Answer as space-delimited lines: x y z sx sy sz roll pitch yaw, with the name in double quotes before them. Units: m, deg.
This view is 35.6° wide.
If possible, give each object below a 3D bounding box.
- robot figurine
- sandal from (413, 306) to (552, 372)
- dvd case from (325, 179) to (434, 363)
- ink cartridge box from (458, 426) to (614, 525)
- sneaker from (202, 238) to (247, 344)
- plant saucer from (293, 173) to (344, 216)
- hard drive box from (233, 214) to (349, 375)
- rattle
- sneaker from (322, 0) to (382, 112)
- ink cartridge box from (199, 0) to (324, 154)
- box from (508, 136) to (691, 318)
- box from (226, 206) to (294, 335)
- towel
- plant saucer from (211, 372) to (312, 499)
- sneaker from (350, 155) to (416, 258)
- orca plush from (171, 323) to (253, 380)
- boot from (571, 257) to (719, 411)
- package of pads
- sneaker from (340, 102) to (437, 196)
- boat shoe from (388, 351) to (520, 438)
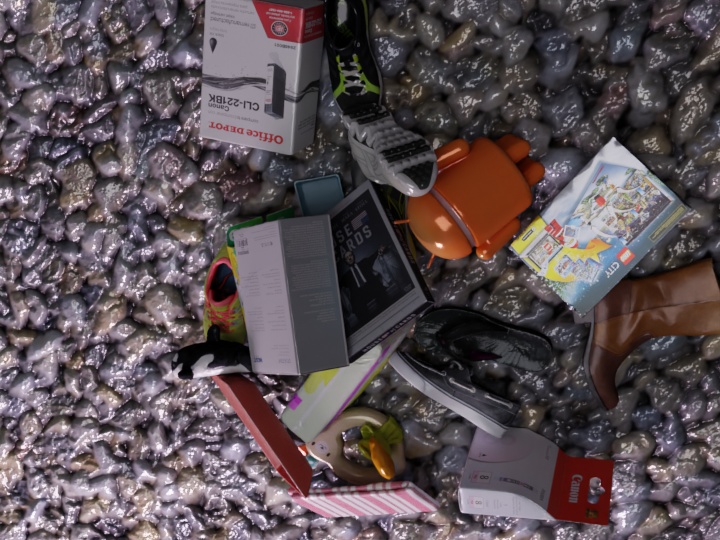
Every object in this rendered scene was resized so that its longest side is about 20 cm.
"robot figurine" 0.142 -0.096 1.465 0.200 0.144 0.117 -39 61 -2
"sandal" 0.171 0.100 1.586 0.200 0.048 0.076 10 112 12
"dvd case" 0.000 0.000 1.483 0.150 0.025 0.200 -38 60 24
"ink cartridge box" 0.249 0.283 1.570 0.199 0.163 0.057 -1 114 17
"sneaker" -0.203 0.047 1.652 0.078 0.090 0.200 12 114 10
"plant saucer" -0.038 -0.040 1.612 0.070 0.019 0.200 -8 106 19
"hard drive box" -0.095 0.034 1.487 0.156 0.077 0.201 -6 91 61
"rattle" -0.038 0.287 1.670 0.199 0.143 0.130 -3 124 11
"sneaker" -0.021 -0.286 1.480 0.072 0.083 0.200 -5 108 18
"ink cartridge box" -0.134 -0.269 1.515 0.144 0.084 0.200 13 114 16
"box" 0.311 -0.056 1.465 0.137 0.038 0.200 44 106 6
"box" -0.117 0.018 1.606 0.048 0.117 0.200 15 121 59
"towel" 0.007 0.341 1.684 0.199 0.146 0.030 -7 67 17
"plant saucer" -0.141 0.226 1.635 0.037 0.200 0.200 -34 99 -12
"sneaker" 0.031 -0.072 1.543 0.074 0.085 0.200 -12 106 19
"orca plush" -0.213 0.115 1.617 0.200 0.105 0.071 -6 95 60
"boot" 0.398 0.090 1.518 0.199 0.068 0.189 -10 94 14
"package of pads" -0.014 0.137 1.595 0.068 0.154 0.200 41 116 7
"sneaker" 0.039 -0.142 1.436 0.075 0.200 0.081 -14 127 -19
"boat shoe" 0.137 0.161 1.607 0.200 0.072 0.068 32 97 2
